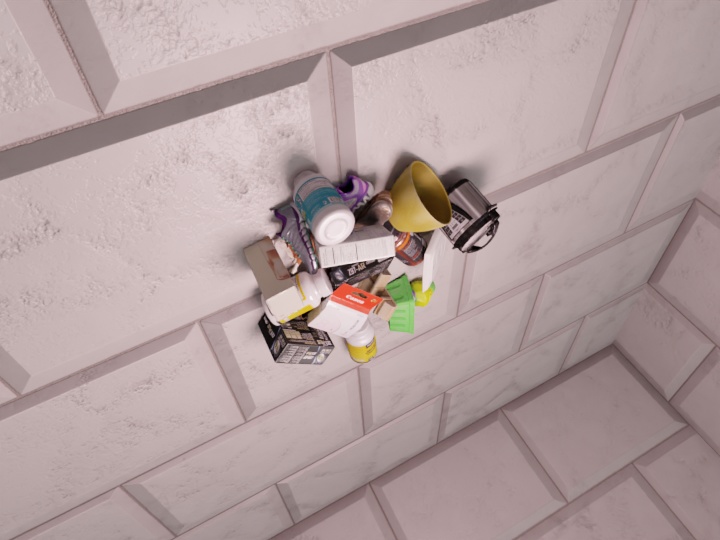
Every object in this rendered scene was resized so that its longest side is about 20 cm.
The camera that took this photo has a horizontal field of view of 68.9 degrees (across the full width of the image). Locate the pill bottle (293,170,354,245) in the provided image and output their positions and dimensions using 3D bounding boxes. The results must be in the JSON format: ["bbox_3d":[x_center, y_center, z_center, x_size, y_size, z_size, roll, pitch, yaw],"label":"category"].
[{"bbox_3d":[-0.101,-0.165,1.318,0.109,0.201,0.112,-20,141,-17],"label":"pill bottle"}]

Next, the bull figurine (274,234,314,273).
[{"bbox_3d":[-0.154,-0.061,1.505,0.196,0.066,0.123,-9,139,-29],"label":"bull figurine"}]

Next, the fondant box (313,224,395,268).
[{"bbox_3d":[-0.020,-0.067,1.385,0.195,0.144,0.060,-9,107,-9],"label":"fondant box"}]

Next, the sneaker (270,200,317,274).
[{"bbox_3d":[-0.176,-0.079,1.410,0.086,0.074,0.205,-17,98,-5],"label":"sneaker"}]

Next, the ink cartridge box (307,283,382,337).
[{"bbox_3d":[-0.048,0.130,1.622,0.160,0.058,0.199,22,140,-31],"label":"ink cartridge box"}]

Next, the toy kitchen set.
[{"bbox_3d":[0.000,0.091,1.708,0.178,0.164,0.202,2,129,-39],"label":"toy kitchen set"}]

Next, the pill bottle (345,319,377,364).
[{"bbox_3d":[0.000,0.247,1.920,0.110,0.113,0.202,-25,143,-12],"label":"pill bottle"}]

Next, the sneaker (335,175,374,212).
[{"bbox_3d":[-0.056,-0.183,1.445,0.201,0.081,0.088,-47,137,6],"label":"sneaker"}]

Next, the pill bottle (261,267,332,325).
[{"bbox_3d":[-0.185,0.073,1.557,0.197,0.113,0.112,-25,144,7],"label":"pill bottle"}]

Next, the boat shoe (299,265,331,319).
[{"bbox_3d":[-0.144,0.069,1.646,0.075,0.072,0.202,7,126,-42],"label":"boat shoe"}]

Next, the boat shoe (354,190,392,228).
[{"bbox_3d":[0.036,-0.159,1.506,0.075,0.073,0.199,24,149,-21],"label":"boat shoe"}]

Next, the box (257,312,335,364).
[{"bbox_3d":[-0.204,0.208,1.675,0.198,0.165,0.087,12,124,-45],"label":"box"}]

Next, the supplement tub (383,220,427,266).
[{"bbox_3d":[0.126,-0.095,1.651,0.107,0.108,0.199,-43,142,12],"label":"supplement tub"}]

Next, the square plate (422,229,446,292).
[{"bbox_3d":[0.252,-0.057,1.761,0.202,0.028,0.200,84,27,-50],"label":"square plate"}]

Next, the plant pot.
[{"bbox_3d":[0.152,-0.192,1.523,0.141,0.204,0.198,-28,151,33],"label":"plant pot"}]

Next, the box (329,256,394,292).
[{"bbox_3d":[0.000,0.000,1.608,0.197,0.044,0.160,-26,171,-8],"label":"box"}]

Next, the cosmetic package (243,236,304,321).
[{"bbox_3d":[-0.235,0.020,1.414,0.086,0.202,0.104,-26,144,-8],"label":"cosmetic package"}]

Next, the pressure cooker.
[{"bbox_3d":[0.333,-0.161,1.633,0.178,0.201,0.176,-39,169,-2],"label":"pressure cooker"}]

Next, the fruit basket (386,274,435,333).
[{"bbox_3d":[0.189,0.113,1.912,0.210,0.158,0.218,-7,140,-6],"label":"fruit basket"}]
